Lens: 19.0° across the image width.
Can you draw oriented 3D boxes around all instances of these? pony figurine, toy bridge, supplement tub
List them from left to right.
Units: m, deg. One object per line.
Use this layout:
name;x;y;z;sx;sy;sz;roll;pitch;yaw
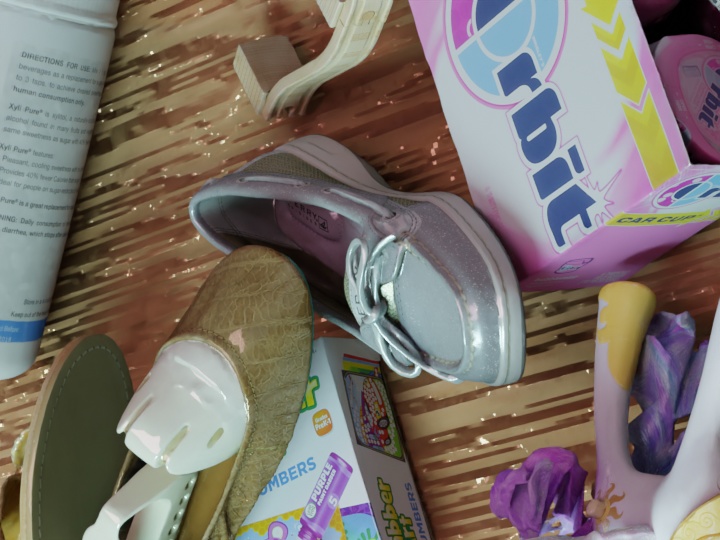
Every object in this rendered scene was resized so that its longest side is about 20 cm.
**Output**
supplement tub;-0.199;-0.058;1.038;0.132;0.132;0.200;19;97;37
toy bridge;-0.010;-0.130;0.905;0.067;0.027;0.200;64;150;28
pony figurine;0.104;0.095;0.780;0.193;0.166;0.200;-33;36;60

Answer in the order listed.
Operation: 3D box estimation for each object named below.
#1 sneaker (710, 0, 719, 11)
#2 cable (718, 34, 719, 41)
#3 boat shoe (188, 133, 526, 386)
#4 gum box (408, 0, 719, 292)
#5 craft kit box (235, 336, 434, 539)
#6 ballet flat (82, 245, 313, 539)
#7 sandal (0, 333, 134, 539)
sneaker;0.188;-0.155;0.740;0.200;0.076;0.081;-24;88;46
cable;0.160;-0.137;0.822;0.097;0.050;0.200;33;105;36
boat shoe;-0.001;-0.002;0.887;0.202;0.065;0.074;37;139;51
gum box;0.083;-0.105;0.850;0.113;0.066;0.200;-37;64;47
craft kit box;-0.050;0.158;0.961;0.200;0.048;0.198;-30;66;32
ballet flat;-0.077;0.082;0.890;0.068;0.072;0.200;38;123;21
sandal;-0.147;0.135;0.964;0.070;0.078;0.212;-2;89;31
